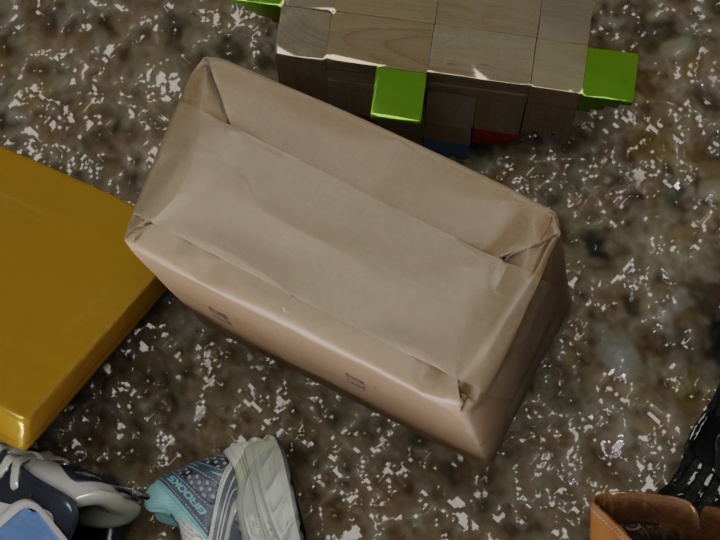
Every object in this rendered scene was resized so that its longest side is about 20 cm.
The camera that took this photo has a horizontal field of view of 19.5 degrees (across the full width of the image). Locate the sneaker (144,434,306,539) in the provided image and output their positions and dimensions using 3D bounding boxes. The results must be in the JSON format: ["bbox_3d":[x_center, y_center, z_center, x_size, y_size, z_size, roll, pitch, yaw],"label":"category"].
[{"bbox_3d":[-0.059,0.187,1.047,0.086,0.078,0.201,-13,66,-1],"label":"sneaker"}]

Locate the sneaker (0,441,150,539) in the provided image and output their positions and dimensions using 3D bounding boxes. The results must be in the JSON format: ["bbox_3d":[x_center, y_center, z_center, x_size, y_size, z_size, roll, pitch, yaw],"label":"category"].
[{"bbox_3d":[-0.171,0.100,1.065,0.129,0.079,0.200,-16,76,20],"label":"sneaker"}]

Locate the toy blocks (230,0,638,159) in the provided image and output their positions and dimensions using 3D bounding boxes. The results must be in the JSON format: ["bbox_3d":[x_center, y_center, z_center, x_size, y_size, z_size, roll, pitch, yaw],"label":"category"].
[{"bbox_3d":[0.036,-0.102,1.073,0.199,0.137,0.100,8,76,3],"label":"toy blocks"}]

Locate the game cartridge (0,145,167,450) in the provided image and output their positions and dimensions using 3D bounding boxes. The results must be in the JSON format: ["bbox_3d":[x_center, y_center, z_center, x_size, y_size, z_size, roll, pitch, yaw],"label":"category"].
[{"bbox_3d":[-0.213,-0.003,1.083,0.199,0.033,0.176,24,41,12],"label":"game cartridge"}]

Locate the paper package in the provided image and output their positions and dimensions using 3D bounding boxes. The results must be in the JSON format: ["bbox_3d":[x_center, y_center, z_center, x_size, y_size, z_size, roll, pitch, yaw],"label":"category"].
[{"bbox_3d":[0.000,0.000,1.015,0.190,0.200,0.104,26,83,12],"label":"paper package"}]

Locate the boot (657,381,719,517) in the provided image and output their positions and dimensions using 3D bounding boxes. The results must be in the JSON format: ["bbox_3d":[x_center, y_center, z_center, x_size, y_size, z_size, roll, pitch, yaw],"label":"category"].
[{"bbox_3d":[0.231,0.134,0.998,0.211,0.079,0.158,36,85,27],"label":"boot"}]

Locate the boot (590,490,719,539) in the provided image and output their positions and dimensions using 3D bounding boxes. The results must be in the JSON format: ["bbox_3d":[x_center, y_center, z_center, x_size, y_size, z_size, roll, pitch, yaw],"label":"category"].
[{"bbox_3d":[0.117,0.179,0.963,0.077,0.199,0.156,-27,110,-38],"label":"boot"}]

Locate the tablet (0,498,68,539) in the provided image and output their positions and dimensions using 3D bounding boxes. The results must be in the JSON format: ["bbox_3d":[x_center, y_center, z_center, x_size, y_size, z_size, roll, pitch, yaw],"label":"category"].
[{"bbox_3d":[-0.191,0.218,0.980,0.200,0.014,0.130,-42,102,-22],"label":"tablet"}]
